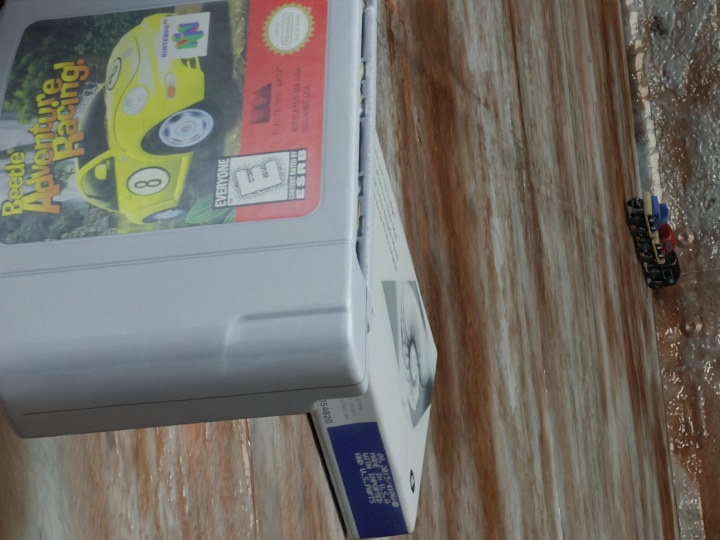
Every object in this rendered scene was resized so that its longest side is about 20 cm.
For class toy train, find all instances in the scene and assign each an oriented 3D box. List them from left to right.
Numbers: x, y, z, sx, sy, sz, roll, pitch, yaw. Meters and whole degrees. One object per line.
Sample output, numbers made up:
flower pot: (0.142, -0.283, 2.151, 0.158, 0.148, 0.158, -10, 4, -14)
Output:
toy train: (0.342, -0.033, 3.013, 0.200, 0.045, 0.034, 63, 23, -59)

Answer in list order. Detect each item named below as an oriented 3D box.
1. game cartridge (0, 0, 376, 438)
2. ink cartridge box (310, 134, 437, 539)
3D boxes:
game cartridge: (-0.061, -0.040, 0.845, 0.041, 0.132, 0.201, 68, 18, -50)
ink cartridge box: (0.000, 0.000, 1.349, 0.201, 0.040, 0.200, -83, 162, -49)
